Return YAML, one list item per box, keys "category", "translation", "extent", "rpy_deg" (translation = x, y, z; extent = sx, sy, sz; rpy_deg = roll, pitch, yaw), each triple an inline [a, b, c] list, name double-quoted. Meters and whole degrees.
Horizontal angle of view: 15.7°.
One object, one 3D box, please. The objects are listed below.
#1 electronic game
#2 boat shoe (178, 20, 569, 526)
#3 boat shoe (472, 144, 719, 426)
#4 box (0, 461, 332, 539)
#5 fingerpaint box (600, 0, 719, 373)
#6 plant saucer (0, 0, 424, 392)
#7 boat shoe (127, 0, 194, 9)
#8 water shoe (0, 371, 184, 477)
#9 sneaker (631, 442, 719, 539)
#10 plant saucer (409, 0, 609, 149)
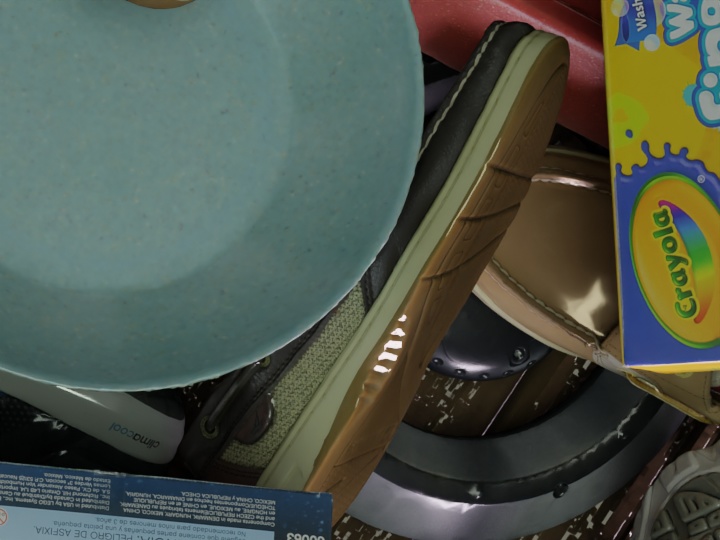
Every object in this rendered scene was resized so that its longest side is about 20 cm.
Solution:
- category: "electronic game"
  translation: [0.043, 0.000, 0.948]
  extent: [0.199, 0.042, 0.202]
  rpy_deg: [-3, 98, -18]
- category: "boat shoe"
  translation: [0.000, 0.000, 0.863]
  extent: [0.065, 0.073, 0.201]
  rpy_deg: [33, 102, 15]
- category: "boat shoe"
  translation: [0.122, 0.013, 0.917]
  extent: [0.199, 0.066, 0.074]
  rpy_deg: [24, 90, -19]
- category: "box"
  translation: [-0.095, 0.113, 0.867]
  extent: [0.136, 0.200, 0.038]
  rpy_deg: [6, 67, -11]
- category: "fingerpaint box"
  translation: [0.163, -0.072, 0.831]
  extent: [0.166, 0.073, 0.202]
  rpy_deg: [-3, 86, 17]
- category: "plant saucer"
  translation: [-0.080, -0.057, 0.826]
  extent: [0.200, 0.039, 0.202]
  rpy_deg: [3, 76, -12]
- category: "boat shoe"
  translation: [-0.018, -0.165, 0.816]
  extent: [0.073, 0.063, 0.201]
  rpy_deg: [41, 58, 1]
- category: "water shoe"
  translation: [-0.160, 0.043, 0.905]
  extent: [0.199, 0.072, 0.079]
  rpy_deg: [22, 99, -11]
- category: "sneaker"
  translation: [0.136, 0.126, 0.936]
  extent: [0.099, 0.078, 0.200]
  rpy_deg: [14, 141, -27]
- category: "plant saucer"
  translation: [0.093, -0.154, 0.914]
  extent: [0.199, 0.037, 0.201]
  rpy_deg: [26, 81, -13]
